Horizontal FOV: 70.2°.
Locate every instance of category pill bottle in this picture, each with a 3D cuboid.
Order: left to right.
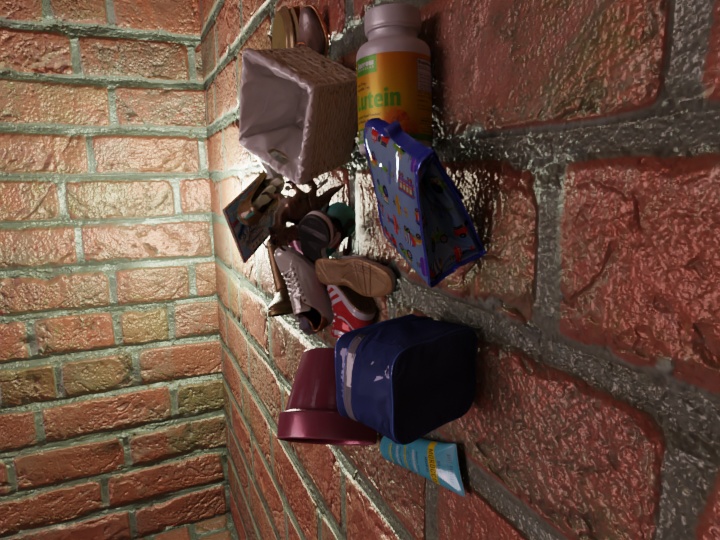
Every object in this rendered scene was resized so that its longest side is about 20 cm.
[{"bbox_3d":[0.049,-0.274,0.757,0.111,0.111,0.201,-166,72,-65],"label":"pill bottle"}]

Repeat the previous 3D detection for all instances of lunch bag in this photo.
[{"bbox_3d":[0.064,0.137,0.718,0.132,0.200,0.136,11,103,46],"label":"lunch bag"},{"bbox_3d":[0.066,-0.104,0.672,0.151,0.094,0.200,53,173,50],"label":"lunch bag"}]

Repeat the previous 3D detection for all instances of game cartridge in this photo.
[{"bbox_3d":[-0.147,0.058,1.310,0.130,0.038,0.201,54,-156,-75],"label":"game cartridge"}]

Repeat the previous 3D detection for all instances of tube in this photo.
[{"bbox_3d":[0.103,0.309,0.848,0.200,0.050,0.078,-14,89,61],"label":"tube"}]

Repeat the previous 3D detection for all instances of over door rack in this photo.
[{"bbox_3d":[-0.166,-0.155,1.201,0.200,0.067,0.148,-55,14,-19],"label":"over door rack"}]

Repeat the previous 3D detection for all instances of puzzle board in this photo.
[{"bbox_3d":[-0.246,-0.136,1.235,0.017,0.200,0.151,8,132,25],"label":"puzzle board"}]

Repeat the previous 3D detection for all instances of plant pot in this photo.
[{"bbox_3d":[-0.062,0.259,1.051,0.200,0.199,0.180,138,139,-61],"label":"plant pot"}]

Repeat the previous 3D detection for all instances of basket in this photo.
[{"bbox_3d":[-0.116,-0.307,1.000,0.198,0.161,0.200,37,132,26],"label":"basket"}]

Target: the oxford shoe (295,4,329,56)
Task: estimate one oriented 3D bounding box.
[{"bbox_3d":[-0.116,-0.473,1.117,0.071,0.073,0.201,8,108,41],"label":"oxford shoe"}]

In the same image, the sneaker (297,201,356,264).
[{"bbox_3d":[-0.059,-0.094,1.028,0.084,0.121,0.200,33,159,4],"label":"sneaker"}]

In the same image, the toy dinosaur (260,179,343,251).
[{"bbox_3d":[-0.124,-0.123,1.092,0.086,0.200,0.136,-14,95,64],"label":"toy dinosaur"}]

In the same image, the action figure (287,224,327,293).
[{"bbox_3d":[-0.093,-0.020,1.191,0.149,0.134,0.200,-45,53,10],"label":"action figure"}]

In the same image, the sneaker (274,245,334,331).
[{"bbox_3d":[-0.125,0.041,1.089,0.073,0.085,0.200,-27,103,41],"label":"sneaker"}]

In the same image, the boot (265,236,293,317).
[{"bbox_3d":[-0.207,0.012,1.287,0.175,0.066,0.201,5,-106,-86],"label":"boot"}]

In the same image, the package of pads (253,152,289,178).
[{"bbox_3d":[-0.176,-0.298,1.202,0.200,0.154,0.068,51,161,51],"label":"package of pads"}]

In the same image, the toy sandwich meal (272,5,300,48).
[{"bbox_3d":[-0.163,-0.545,1.247,0.205,0.070,0.206,173,90,-71],"label":"toy sandwich meal"}]

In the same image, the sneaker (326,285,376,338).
[{"bbox_3d":[-0.038,0.068,1.078,0.200,0.071,0.113,54,139,46],"label":"sneaker"}]

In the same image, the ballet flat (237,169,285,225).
[{"bbox_3d":[-0.213,-0.182,1.170,0.072,0.068,0.200,-25,28,40],"label":"ballet flat"}]

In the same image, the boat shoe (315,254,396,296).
[{"bbox_3d":[0.000,0.000,0.983,0.200,0.069,0.071,13,114,43],"label":"boat shoe"}]
